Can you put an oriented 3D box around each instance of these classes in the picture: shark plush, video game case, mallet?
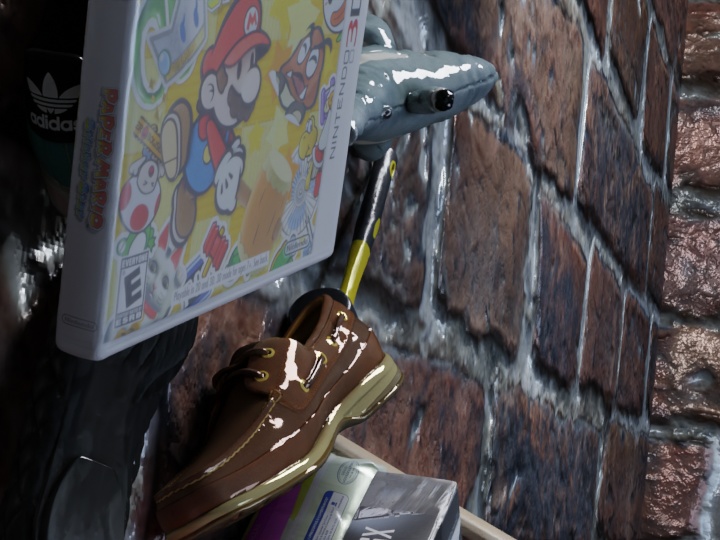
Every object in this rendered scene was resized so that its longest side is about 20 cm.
[{"bbox_3d":[0.020,-0.110,0.909,0.200,0.083,0.092,-7,101,-73],"label":"shark plush"},{"bbox_3d":[-0.045,-0.076,0.594,0.200,0.023,0.184,-25,127,-64],"label":"video game case"},{"bbox_3d":[0.000,0.000,0.957,0.201,0.041,0.066,-69,153,-53],"label":"mallet"}]

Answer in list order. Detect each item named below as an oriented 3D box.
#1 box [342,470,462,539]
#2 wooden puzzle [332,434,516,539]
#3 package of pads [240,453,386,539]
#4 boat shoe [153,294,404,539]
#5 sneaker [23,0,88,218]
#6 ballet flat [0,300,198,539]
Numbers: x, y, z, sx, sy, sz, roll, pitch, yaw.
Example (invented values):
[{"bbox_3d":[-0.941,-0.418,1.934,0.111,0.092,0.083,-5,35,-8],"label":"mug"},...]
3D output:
[{"bbox_3d":[0.014,0.232,0.807,0.158,0.049,0.202,-57,147,-53],"label":"box"},{"bbox_3d":[0.043,0.200,0.933,0.037,0.184,0.201,-38,135,-30],"label":"wooden puzzle"},{"bbox_3d":[-0.026,0.217,0.870,0.155,0.068,0.201,-62,153,-50],"label":"package of pads"},{"bbox_3d":[-0.048,0.071,0.780,0.068,0.072,0.200,58,32,-4],"label":"boat shoe"},{"bbox_3d":[-0.074,-0.114,0.618,0.080,0.071,0.201,82,22,-47],"label":"sneaker"},{"bbox_3d":[-0.108,0.044,0.612,0.066,0.057,0.201,44,42,-33],"label":"ballet flat"}]
